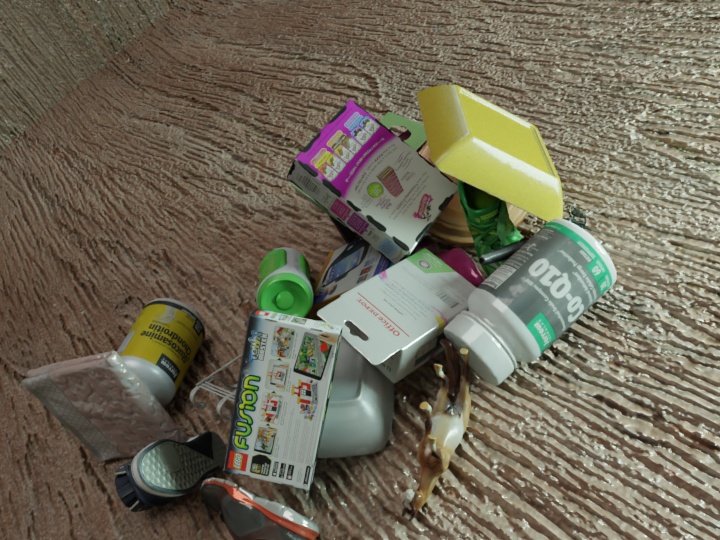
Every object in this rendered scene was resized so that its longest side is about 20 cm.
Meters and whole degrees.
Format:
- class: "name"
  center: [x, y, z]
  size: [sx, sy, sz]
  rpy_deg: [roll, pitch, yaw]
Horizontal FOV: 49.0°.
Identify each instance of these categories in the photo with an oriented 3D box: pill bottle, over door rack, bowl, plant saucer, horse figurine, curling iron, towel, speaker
- class: "pill bottle"
  center: [-0.333, 0.148, 1.257]
  size: [0.112, 0.112, 0.200]
  rpy_deg: [-12, 38, 28]
- class: "over door rack"
  center: [-0.131, 0.151, 1.157]
  size: [0.148, 0.067, 0.200]
  rpy_deg: [11, 45, 42]
- class: "bowl"
  center: [-0.057, 0.141, 1.034]
  size: [0.199, 0.075, 0.200]
  rpy_deg: [-2, 47, 5]
- class: "pill bottle"
  center: [0.205, 0.040, 0.969]
  size: [0.200, 0.113, 0.113]
  rpy_deg: [-42, 37, -8]
- class: "plant saucer"
  center: [0.161, -0.136, 1.169]
  size: [0.200, 0.032, 0.201]
  rpy_deg: [-2, 77, 10]
- class: "plant saucer"
  center: [0.179, -0.166, 1.041]
  size: [0.048, 0.200, 0.200]
  rpy_deg: [-54, 25, 32]
- class: "horse figurine"
  center: [0.095, 0.175, 0.920]
  size: [0.050, 0.133, 0.200]
  rpy_deg: [9, 44, 17]
- class: "curling iron"
  center: [0.225, -0.042, 1.032]
  size: [0.200, 0.050, 0.026]
  rpy_deg: [-20, 42, -31]
- class: "towel"
  center: [-0.372, 0.208, 1.162]
  size: [0.191, 0.200, 0.032]
  rpy_deg: [-13, 34, 28]
- class: "speaker"
  center: [-0.116, 0.021, 1.213]
  size: [0.088, 0.088, 0.200]
  rpy_deg: [-33, 14, 3]

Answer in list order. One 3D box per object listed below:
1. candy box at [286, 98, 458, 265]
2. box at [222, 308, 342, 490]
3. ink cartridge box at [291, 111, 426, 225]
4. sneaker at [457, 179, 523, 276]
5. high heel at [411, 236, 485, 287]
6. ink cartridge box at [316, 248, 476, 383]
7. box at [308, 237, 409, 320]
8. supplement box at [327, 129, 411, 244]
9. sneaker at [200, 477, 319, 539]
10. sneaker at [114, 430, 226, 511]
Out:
- class: "candy box"
  center: [0.019, -0.122, 1.096]
  size: [0.136, 0.200, 0.061]
  rpy_deg: [-51, 0, -26]
- class: "box"
  center: [-0.093, 0.154, 0.942]
  size: [0.110, 0.200, 0.035]
  rpy_deg: [12, 11, 3]
- class: "ink cartridge box"
  center: [0.001, -0.172, 1.214]
  size: [0.200, 0.048, 0.146]
  rpy_deg: [-49, 37, -3]
- class: "sneaker"
  center: [0.172, -0.063, 1.063]
  size: [0.074, 0.200, 0.084]
  rpy_deg: [-23, -3, 22]
- class: "high heel"
  center: [0.099, 0.006, 1.118]
  size: [0.096, 0.067, 0.200]
  rpy_deg: [-32, 31, -11]
- class: "ink cartridge box"
  center: [0.050, 0.063, 1.012]
  size: [0.200, 0.067, 0.117]
  rpy_deg: [-28, 54, -33]
- class: "box"
  center: [0.000, 0.000, 1.176]
  size: [0.200, 0.041, 0.119]
  rpy_deg: [-28, 32, 50]
- class: "supplement box"
  center: [0.043, -0.128, 1.280]
  size: [0.200, 0.110, 0.086]
  rpy_deg: [-32, 36, 5]
- class: "sneaker"
  center: [-0.143, 0.316, 0.975]
  size: [0.200, 0.077, 0.082]
  rpy_deg: [6, 63, 45]
- class: "sneaker"
  center: [-0.282, 0.278, 1.050]
  size: [0.146, 0.202, 0.077]
  rpy_deg: [-26, 78, 13]
